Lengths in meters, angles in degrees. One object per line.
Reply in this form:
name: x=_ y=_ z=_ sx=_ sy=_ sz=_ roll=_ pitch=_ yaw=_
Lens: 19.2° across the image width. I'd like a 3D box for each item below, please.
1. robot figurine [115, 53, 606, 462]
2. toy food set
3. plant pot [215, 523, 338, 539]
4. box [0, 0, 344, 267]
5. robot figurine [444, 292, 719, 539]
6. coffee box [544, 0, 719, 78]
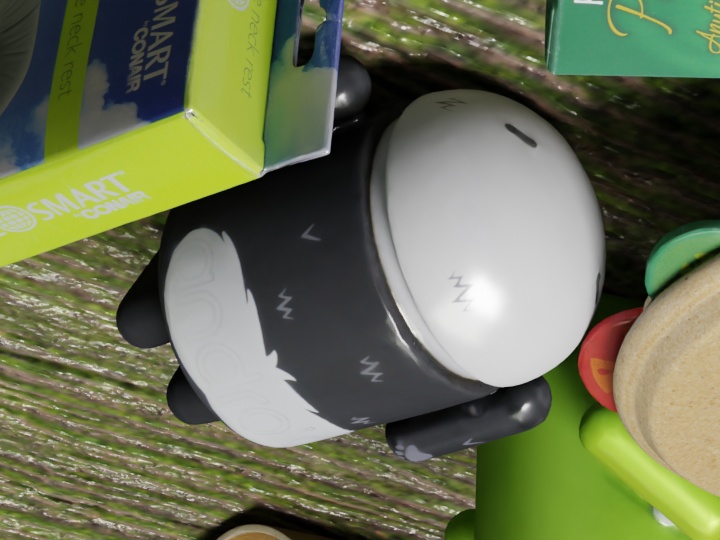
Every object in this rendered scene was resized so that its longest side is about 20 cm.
robot figurine: x=0.001 y=0.000 z=0.856 sx=0.200 sy=0.125 sz=0.150 roll=-17 pitch=154 yaw=32
toy food set: x=0.188 y=0.030 z=0.812 sx=0.198 sy=0.049 sz=0.200 roll=-23 pitch=139 yaw=25
plant pot: x=0.018 y=0.246 z=1.245 sx=0.200 sy=0.187 sz=0.186 roll=8 pitch=152 yaw=-34
box: x=-0.099 y=-0.070 z=0.742 sx=0.200 sy=0.122 sz=0.048 roll=-17 pitch=143 yaw=31
robot figurine: x=0.109 y=0.111 z=0.953 sx=0.116 sy=0.200 sz=0.175 roll=14 pitch=152 yaw=-19
coffee box: x=0.157 y=-0.107 z=0.639 sx=0.200 sy=0.044 sz=0.123 roll=1 pitch=150 yaw=3
